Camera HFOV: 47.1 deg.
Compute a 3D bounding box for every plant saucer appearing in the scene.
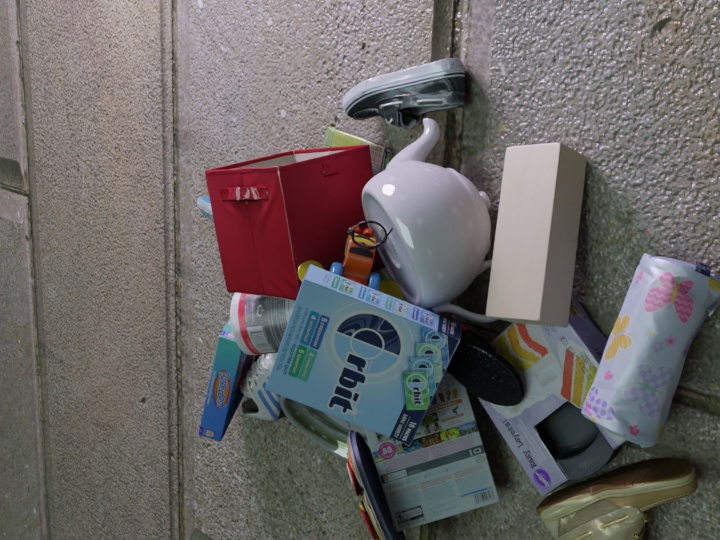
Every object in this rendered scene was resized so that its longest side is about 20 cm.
[{"bbox_3d":[-0.027,0.226,1.254,0.199,0.050,0.201,24,150,15],"label":"plant saucer"}]

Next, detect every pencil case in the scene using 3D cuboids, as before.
[{"bbox_3d":[0.308,0.082,0.873,0.083,0.090,0.202,-131,61,-76],"label":"pencil case"}]

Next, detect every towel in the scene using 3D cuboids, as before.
[{"bbox_3d":[-0.020,-0.104,1.241,0.143,0.023,0.202,26,115,40],"label":"towel"}]

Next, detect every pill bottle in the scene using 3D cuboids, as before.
[{"bbox_3d":[-0.086,0.064,1.245,0.198,0.111,0.112,-8,93,20],"label":"pill bottle"}]

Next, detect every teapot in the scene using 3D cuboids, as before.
[{"bbox_3d":[0.102,-0.054,1.049,0.198,0.145,0.201,54,165,48],"label":"teapot"}]

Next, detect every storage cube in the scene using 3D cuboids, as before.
[{"bbox_3d":[-0.088,-0.072,1.167,0.170,0.199,0.182,4,107,44],"label":"storage cube"}]

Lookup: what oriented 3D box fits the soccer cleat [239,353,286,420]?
[{"bbox_3d":[-0.154,0.173,1.363,0.070,0.085,0.201,-105,23,-54],"label":"soccer cleat"}]

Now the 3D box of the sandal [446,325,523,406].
[{"bbox_3d":[0.124,0.097,1.042,0.199,0.045,0.076,33,132,18],"label":"sandal"}]

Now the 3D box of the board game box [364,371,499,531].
[{"bbox_3d":[0.085,0.226,1.107,0.146,0.064,0.202,-17,94,2],"label":"board game box"}]

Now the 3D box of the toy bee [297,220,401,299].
[{"bbox_3d":[0.000,0.000,1.057,0.200,0.130,0.109,-46,21,30],"label":"toy bee"}]

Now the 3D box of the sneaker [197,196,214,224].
[{"bbox_3d":[-0.218,-0.047,1.413,0.199,0.079,0.132,27,115,40],"label":"sneaker"}]

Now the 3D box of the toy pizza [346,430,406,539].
[{"bbox_3d":[0.018,0.318,1.137,0.031,0.200,0.202,-24,78,2],"label":"toy pizza"}]

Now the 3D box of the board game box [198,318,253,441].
[{"bbox_3d":[-0.218,0.164,1.410,0.045,0.152,0.202,16,116,2],"label":"board game box"}]

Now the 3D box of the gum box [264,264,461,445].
[{"bbox_3d":[0.001,0.107,1.017,0.198,0.045,0.171,21,117,-2],"label":"gum box"}]

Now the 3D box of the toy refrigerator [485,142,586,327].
[{"bbox_3d":[0.206,-0.039,0.960,0.075,0.070,0.202,2,82,45],"label":"toy refrigerator"}]

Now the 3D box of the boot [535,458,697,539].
[{"bbox_3d":[0.319,0.312,0.951,0.199,0.073,0.157,-30,83,34],"label":"boot"}]

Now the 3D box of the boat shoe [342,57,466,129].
[{"bbox_3d":[0.054,-0.225,1.106,0.199,0.072,0.072,-9,88,44],"label":"boat shoe"}]

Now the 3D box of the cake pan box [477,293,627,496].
[{"bbox_3d":[0.239,0.153,1.013,0.201,0.052,0.184,59,135,19],"label":"cake pan box"}]
